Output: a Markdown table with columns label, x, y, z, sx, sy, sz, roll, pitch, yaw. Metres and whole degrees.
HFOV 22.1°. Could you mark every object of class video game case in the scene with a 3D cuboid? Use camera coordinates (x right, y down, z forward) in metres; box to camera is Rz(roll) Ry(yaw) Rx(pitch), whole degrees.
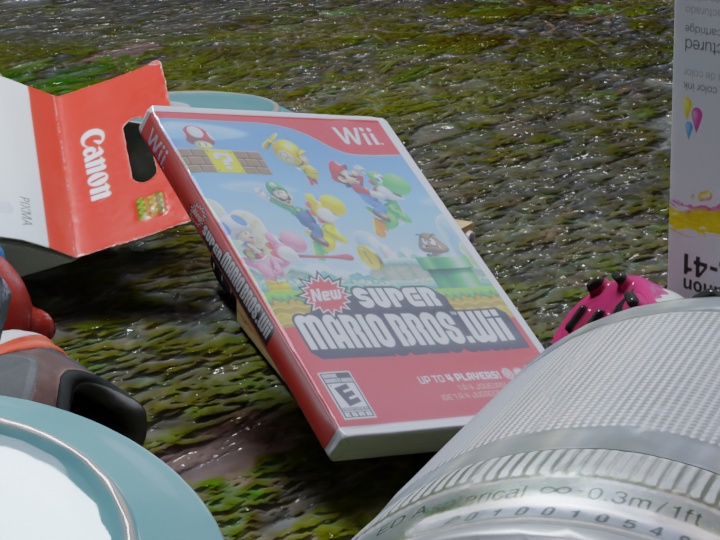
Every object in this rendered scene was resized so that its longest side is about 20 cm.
| label | x | y | z | sx | sy | sz | roll | pitch | yaw |
| --- | --- | --- | --- | --- | --- | --- | --- | --- | --- |
| video game case | 0.000 | 0.000 | 0.828 | 0.142 | 0.017 | 0.200 | -1 | 45 | -39 |

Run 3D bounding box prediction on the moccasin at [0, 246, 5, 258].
| label | x | y | z | sx | sy | sz | roll | pitch | yaw |
| --- | --- | --- | --- | --- | --- | --- | --- | --- | --- |
| moccasin | -0.276 | 0.009 | 0.911 | 0.199 | 0.081 | 0.068 | -8 | -18 | 16 |

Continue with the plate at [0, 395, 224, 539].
| label | x | y | z | sx | sy | sz | roll | pitch | yaw |
| --- | --- | --- | --- | --- | --- | --- | --- | --- | --- |
| plate | -0.139 | 0.097 | 0.583 | 0.199 | 0.026 | 0.201 | 3 | 37 | -3 |

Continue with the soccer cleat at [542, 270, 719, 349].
| label | x | y | z | sx | sy | sz | roll | pitch | yaw |
| --- | --- | --- | --- | --- | --- | --- | --- | --- | --- |
| soccer cleat | 0.148 | 0.050 | 0.816 | 0.086 | 0.070 | 0.200 | 38 | -9 | -15 |

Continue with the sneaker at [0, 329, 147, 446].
| label | x | y | z | sx | sy | sz | roll | pitch | yaw |
| --- | --- | --- | --- | --- | --- | --- | --- | --- | --- |
| sneaker | -0.151 | 0.072 | 0.708 | 0.082 | 0.078 | 0.200 | 16 | 22 | 23 |

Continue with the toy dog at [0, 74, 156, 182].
| label | x | y | z | sx | sy | sz | roll | pitch | yaw |
| --- | --- | --- | --- | --- | --- | --- | --- | --- | --- |
| toy dog | -0.208 | -0.060 | 1.148 | 0.132 | 0.097 | 0.200 | -32 | 43 | -30 |

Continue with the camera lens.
| label | x | y | z | sx | sy | sz | roll | pitch | yaw |
| --- | --- | --- | --- | --- | --- | --- | --- | --- | --- |
| camera lens | 0.070 | 0.103 | 0.432 | 0.159 | 0.161 | 0.200 | 6 | 17 | 22 |

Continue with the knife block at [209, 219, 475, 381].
| label | x | y | z | sx | sy | sz | roll | pitch | yaw |
| --- | --- | --- | --- | --- | --- | --- | --- | --- | --- |
| knife block | -0.037 | 0.005 | 0.952 | 0.175 | 0.064 | 0.200 | 8 | 18 | 27 |

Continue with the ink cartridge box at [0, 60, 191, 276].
| label | x | y | z | sx | sy | sz | roll | pitch | yaw |
| --- | --- | --- | --- | --- | --- | --- | --- | --- | --- |
| ink cartridge box | -0.202 | -0.061 | 1.027 | 0.199 | 0.050 | 0.163 | -19 | 41 | 0 |

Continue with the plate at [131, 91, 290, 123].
| label | x | y | z | sx | sy | sz | roll | pitch | yaw |
| --- | --- | --- | --- | --- | --- | --- | --- | --- | --- |
| plate | -0.129 | -0.113 | 1.410 | 0.199 | 0.026 | 0.200 | 0 | 17 | 0 |

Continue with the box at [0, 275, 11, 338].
| label | x | y | z | sx | sy | sz | roll | pitch | yaw |
| --- | --- | --- | --- | --- | --- | --- | --- | --- | --- |
| box | -0.188 | 0.054 | 0.507 | 0.131 | 0.115 | 0.201 | -1 | 54 | 11 |

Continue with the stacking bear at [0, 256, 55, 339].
| label | x | y | z | sx | sy | sz | roll | pitch | yaw |
| --- | --- | --- | --- | --- | --- | --- | --- | --- | --- |
| stacking bear | -0.224 | 0.036 | 0.779 | 0.121 | 0.114 | 0.200 | 12 | 16 | 37 |

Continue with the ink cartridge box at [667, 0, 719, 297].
| label | x | y | z | sx | sy | sz | roll | pitch | yaw |
| --- | --- | --- | --- | --- | --- | --- | --- | --- | --- |
| ink cartridge box | 0.223 | -0.039 | 0.855 | 0.085 | 0.201 | 0.147 | -16 | 22 | -42 |
